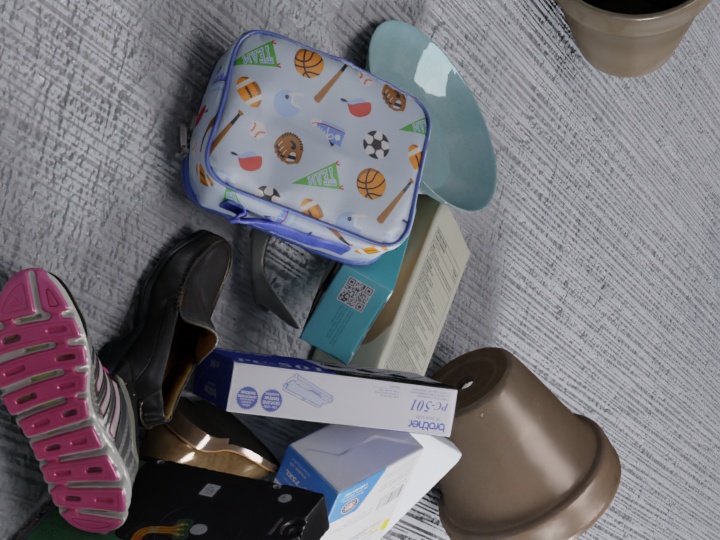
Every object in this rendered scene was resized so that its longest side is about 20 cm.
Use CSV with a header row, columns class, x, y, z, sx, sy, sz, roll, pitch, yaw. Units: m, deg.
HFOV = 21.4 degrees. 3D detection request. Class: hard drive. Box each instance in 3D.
class,x,y,z,sx,sy,sz,roll,pitch,yaw
hard drive,0.007,0.190,1.784,0.132,0.027,0.200,-45,149,6
hard drive,-0.141,0.197,1.388,0.140,0.200,0.038,-47,138,-49

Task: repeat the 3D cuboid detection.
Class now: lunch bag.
class,x,y,z,sx,sy,sz,roll,pitch,yaw
lunch bag,-0.047,-0.095,1.540,0.200,0.076,0.161,20,70,-19

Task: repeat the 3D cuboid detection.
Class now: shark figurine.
class,x,y,z,sx,sy,sz,roll,pitch,yaw
shark figurine,-0.043,-0.064,1.626,0.128,0.089,0.215,56,51,-33

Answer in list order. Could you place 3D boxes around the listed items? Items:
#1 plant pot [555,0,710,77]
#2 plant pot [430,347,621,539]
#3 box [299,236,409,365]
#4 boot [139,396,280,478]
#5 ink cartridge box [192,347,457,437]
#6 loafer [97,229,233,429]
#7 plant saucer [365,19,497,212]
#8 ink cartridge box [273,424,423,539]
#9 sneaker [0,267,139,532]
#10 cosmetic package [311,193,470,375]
class,x,y,z,sx,sy,sz,roll,pitch,yaw
plant pot,0.306,-0.314,2.164,0.174,0.200,0.200,84,26,-60
plant pot,0.146,0.179,1.980,0.175,0.200,0.200,58,43,-24
box,0.000,0.000,1.669,0.082,0.049,0.200,-59,-175,23
boot,-0.130,0.154,1.568,0.076,0.074,0.200,-52,157,5
ink cartridge box,-0.030,0.100,1.577,0.200,0.094,0.044,8,93,-22
loafer,-0.141,0.050,1.490,0.200,0.072,0.073,-64,146,-34
plant saucer,0.057,-0.139,1.805,0.201,0.039,0.201,38,38,-37
ink cartridge box,-0.033,0.222,1.672,0.116,0.067,0.200,-23,146,-45
sneaker,-0.209,0.086,1.374,0.087,0.074,0.200,-73,147,-69
cosmetic package,0.031,0.034,1.814,0.200,0.071,0.105,-67,151,-27
